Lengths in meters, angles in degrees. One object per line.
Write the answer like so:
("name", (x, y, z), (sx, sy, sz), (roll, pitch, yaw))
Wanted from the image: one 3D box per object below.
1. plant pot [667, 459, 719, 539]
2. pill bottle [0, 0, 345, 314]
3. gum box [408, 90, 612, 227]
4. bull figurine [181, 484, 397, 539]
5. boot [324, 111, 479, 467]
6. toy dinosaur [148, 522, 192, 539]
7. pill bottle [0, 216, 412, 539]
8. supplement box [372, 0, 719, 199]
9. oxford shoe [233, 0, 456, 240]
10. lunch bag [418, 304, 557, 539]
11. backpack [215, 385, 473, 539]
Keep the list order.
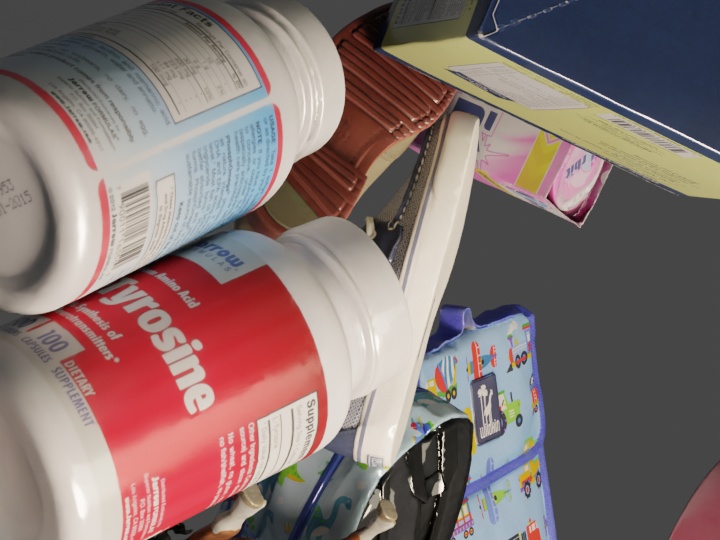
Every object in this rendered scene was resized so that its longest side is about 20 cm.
("plant pot", (0.381, 0.281, 1.990), (0.200, 0.179, 0.200), (-39, 143, -37))
("pill bottle", (-0.099, -0.061, 1.007), (0.200, 0.109, 0.109), (-29, 135, -47))
("gum box", (0.113, -0.142, 1.285), (0.200, 0.113, 0.066), (-64, 151, -1))
("bull figurine", (-0.063, 0.164, 1.147), (0.121, 0.065, 0.200), (-37, 156, 26))
("boot", (0.000, 0.000, 1.214), (0.073, 0.090, 0.200), (73, 33, -76))
("toy dinosaur", (-0.124, 0.096, 1.117), (0.136, 0.102, 0.200), (-39, 168, -11))
("pill bottle", (-0.078, 0.049, 1.010), (0.200, 0.112, 0.112), (-25, 134, -32))
("supplement box", (0.140, -0.133, 1.124), (0.134, 0.200, 0.200), (-66, -166, -2))
("oxford shoe", (-0.012, -0.074, 1.207), (0.200, 0.070, 0.075), (-49, -179, -36))
("lunch bag", (0.057, 0.116, 1.448), (0.151, 0.094, 0.200), (-21, 117, -51))
("backpack", (-0.011, 0.146, 1.301), (0.163, 0.154, 0.200), (-22, 152, -44))
